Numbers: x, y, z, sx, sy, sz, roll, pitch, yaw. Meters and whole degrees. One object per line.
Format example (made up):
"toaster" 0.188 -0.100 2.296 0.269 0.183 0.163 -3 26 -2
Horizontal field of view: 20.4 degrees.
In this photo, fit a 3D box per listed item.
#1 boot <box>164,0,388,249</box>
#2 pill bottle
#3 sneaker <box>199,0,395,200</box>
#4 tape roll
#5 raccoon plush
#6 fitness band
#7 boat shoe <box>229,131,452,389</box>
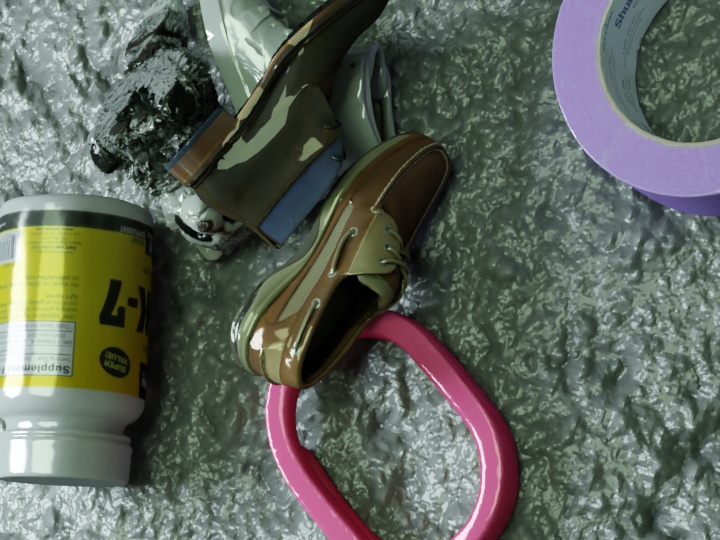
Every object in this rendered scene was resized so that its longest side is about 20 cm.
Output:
"boot" -0.030 -0.109 1.346 0.097 0.075 0.200 45 98 -7
"pill bottle" -0.209 0.053 1.437 0.114 0.114 0.200 -4 79 28
"sneaker" -0.038 -0.149 1.414 0.115 0.074 0.200 -24 78 20
"tape roll" 0.225 -0.138 1.265 0.200 0.066 0.200 -7 76 28
"raccoon plush" -0.109 -0.104 1.453 0.097 0.134 0.200 -21 36 36
"fitness band" 0.018 0.115 1.344 0.144 0.037 0.200 -47 63 13
"boat shoe" 0.000 0.000 1.335 0.074 0.076 0.200 29 77 40
